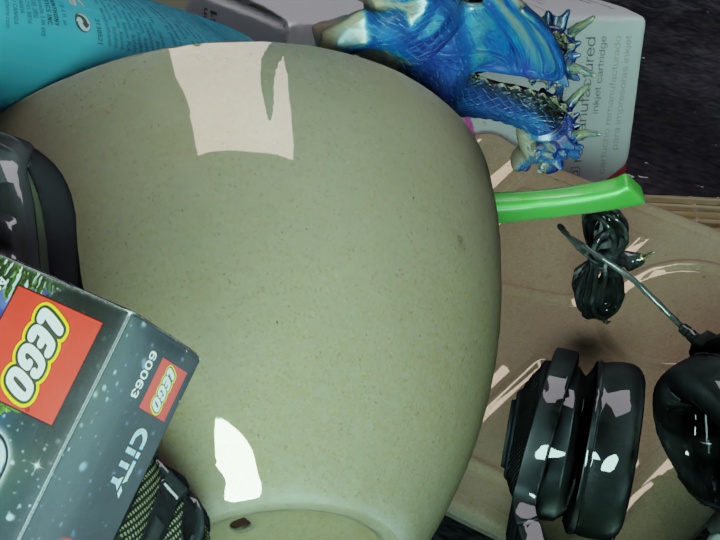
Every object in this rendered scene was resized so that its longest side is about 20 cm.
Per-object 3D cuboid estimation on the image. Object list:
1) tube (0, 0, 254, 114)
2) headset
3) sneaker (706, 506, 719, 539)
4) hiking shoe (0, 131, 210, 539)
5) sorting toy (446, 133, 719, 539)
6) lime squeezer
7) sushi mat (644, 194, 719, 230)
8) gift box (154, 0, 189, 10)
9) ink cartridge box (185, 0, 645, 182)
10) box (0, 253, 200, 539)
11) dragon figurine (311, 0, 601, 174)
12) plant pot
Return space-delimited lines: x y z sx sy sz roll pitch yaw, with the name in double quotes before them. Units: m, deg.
"tube" -0.076 -0.071 0.831 0.200 0.050 0.077 5 35 -52
"headset" 0.106 0.064 0.886 0.123 0.094 0.201 -7 57 -8
"sneaker" 0.077 0.112 0.729 0.199 0.116 0.075 16 20 14
"hiking shoe" -0.088 0.060 0.678 0.075 0.201 0.101 4 10 29
"sorting toy" 0.075 0.036 0.984 0.200 0.037 0.185 27 52 32
"lime squeezer" 0.000 0.000 0.901 0.071 0.200 0.038 28 36 -51
"sushi mat" 0.195 0.012 1.140 0.199 0.096 0.012 2 -19 -25
"gift box" -0.065 -0.126 1.236 0.184 0.188 0.200 0 2 -24
"ink cartridge box" 0.021 -0.051 1.107 0.199 0.148 0.086 -5 19 -36
"box" -0.141 0.081 0.589 0.136 0.201 0.038 21 -9 30
"dragon figurine" 0.032 -0.087 0.824 0.099 0.200 0.059 -14 65 1
"plant pot" -0.041 0.044 0.799 0.199 0.201 0.135 3 51 -21
